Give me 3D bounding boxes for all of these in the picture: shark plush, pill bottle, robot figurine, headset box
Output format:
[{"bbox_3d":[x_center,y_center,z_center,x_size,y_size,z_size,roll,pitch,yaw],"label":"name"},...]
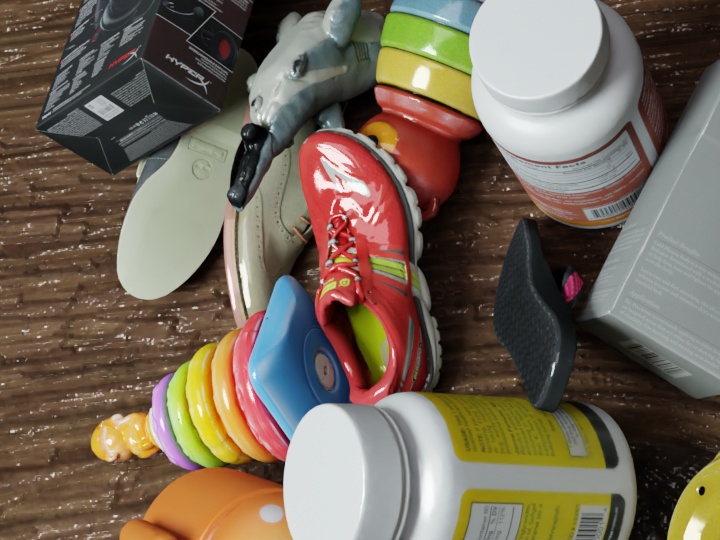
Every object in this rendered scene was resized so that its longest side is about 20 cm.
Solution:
[{"bbox_3d":[-0.029,-0.121,1.252,0.090,0.083,0.201,-24,27,41],"label":"shark plush"},{"bbox_3d":[0.061,0.133,1.093,0.114,0.198,0.116,-15,72,57],"label":"pill bottle"},{"bbox_3d":[0.136,-0.111,1.160,0.111,0.200,0.113,-6,69,17],"label":"pill bottle"},{"bbox_3d":[-0.072,0.192,1.151,0.116,0.144,0.199,-41,21,-21],"label":"robot figurine"},{"bbox_3d":[-0.146,-0.190,1.306,0.148,0.075,0.202,-24,44,46],"label":"headset box"}]

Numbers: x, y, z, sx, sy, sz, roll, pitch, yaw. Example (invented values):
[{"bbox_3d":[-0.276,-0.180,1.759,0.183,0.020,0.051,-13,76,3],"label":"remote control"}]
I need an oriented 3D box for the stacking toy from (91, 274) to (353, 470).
[{"bbox_3d":[-0.106,0.098,1.234,0.199,0.110,0.117,-20,30,25],"label":"stacking toy"}]

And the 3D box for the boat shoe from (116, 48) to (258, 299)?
[{"bbox_3d":[-0.132,-0.072,1.324,0.062,0.071,0.202,0,68,65],"label":"boat shoe"}]

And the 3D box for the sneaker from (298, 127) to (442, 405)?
[{"bbox_3d":[0.000,0.000,1.199,0.077,0.085,0.202,-19,88,33],"label":"sneaker"}]

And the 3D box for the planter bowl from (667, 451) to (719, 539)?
[{"bbox_3d":[0.238,0.166,1.037,0.200,0.083,0.202,-25,60,52],"label":"planter bowl"}]

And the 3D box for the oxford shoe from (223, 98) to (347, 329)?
[{"bbox_3d":[-0.052,-0.047,1.281,0.073,0.071,0.202,2,74,15],"label":"oxford shoe"}]

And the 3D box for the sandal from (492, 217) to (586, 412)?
[{"bbox_3d":[0.123,0.031,1.158,0.045,0.200,0.076,10,115,-10],"label":"sandal"}]

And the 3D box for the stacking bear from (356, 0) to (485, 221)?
[{"bbox_3d":[0.056,-0.137,1.251,0.121,0.113,0.202,23,92,34],"label":"stacking bear"}]

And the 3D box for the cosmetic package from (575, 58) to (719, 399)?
[{"bbox_3d":[0.233,-0.031,1.143,0.106,0.090,0.201,31,79,-4],"label":"cosmetic package"}]
